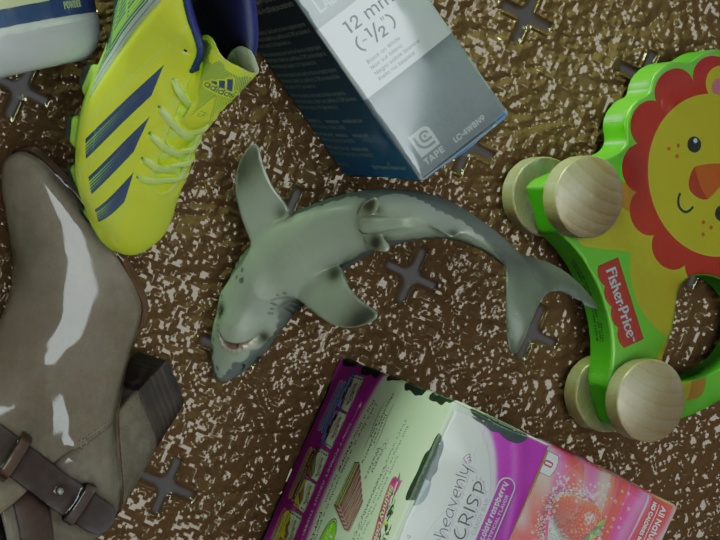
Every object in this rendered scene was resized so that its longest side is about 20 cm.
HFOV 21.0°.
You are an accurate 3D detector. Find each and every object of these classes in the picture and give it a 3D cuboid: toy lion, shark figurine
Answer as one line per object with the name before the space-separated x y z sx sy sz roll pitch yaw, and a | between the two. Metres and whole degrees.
toy lion | 0.193 -0.022 1.153 0.191 0.069 0.201 -22 100 -22
shark figurine | 0.015 -0.015 1.074 0.214 0.089 0.129 -7 93 21

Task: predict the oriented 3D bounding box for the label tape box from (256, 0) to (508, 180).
label tape box | -0.021 -0.145 1.032 0.066 0.143 0.200 -36 103 -11

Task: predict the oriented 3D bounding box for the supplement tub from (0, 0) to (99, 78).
supplement tub | -0.219 -0.190 0.969 0.144 0.145 0.201 -14 98 -15

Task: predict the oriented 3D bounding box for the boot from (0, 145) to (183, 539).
boot | -0.177 0.056 1.019 0.146 0.070 0.200 -41 115 -32

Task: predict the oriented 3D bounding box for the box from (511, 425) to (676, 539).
box | 0.083 0.198 1.113 0.102 0.095 0.201 27 86 -17

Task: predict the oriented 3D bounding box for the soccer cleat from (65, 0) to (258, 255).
soccer cleat | -0.092 -0.090 0.960 0.065 0.083 0.201 -27 137 -53

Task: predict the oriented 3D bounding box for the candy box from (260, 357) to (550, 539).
candy box | 0.015 0.129 1.033 0.061 0.200 0.137 25 87 -16
